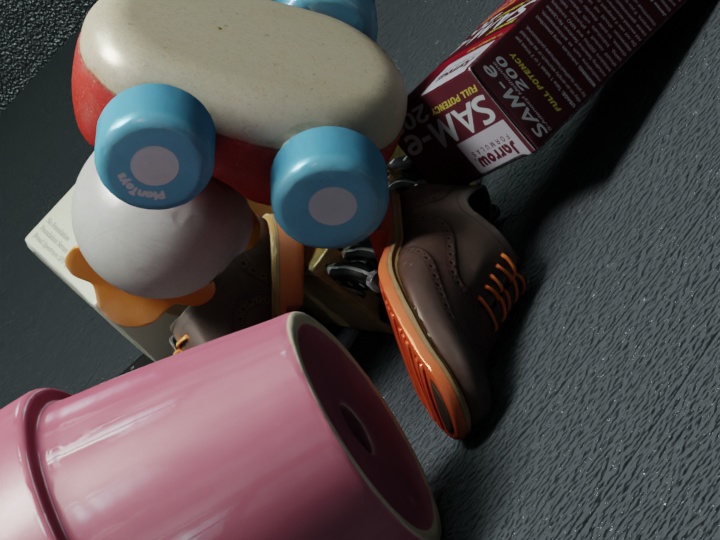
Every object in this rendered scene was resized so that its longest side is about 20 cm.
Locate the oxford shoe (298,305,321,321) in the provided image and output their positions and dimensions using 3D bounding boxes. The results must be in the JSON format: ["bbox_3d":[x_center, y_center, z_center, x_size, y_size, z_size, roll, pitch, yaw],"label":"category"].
[{"bbox_3d":[-0.064,0.021,1.840,0.200,0.070,0.075,-52,9,-6],"label":"oxford shoe"}]

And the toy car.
[{"bbox_3d":[-0.082,-0.047,1.578,0.185,0.176,0.200,-93,20,-51],"label":"toy car"}]

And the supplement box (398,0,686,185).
[{"bbox_3d":[0.112,-0.132,1.594,0.200,0.061,0.109,-45,9,-28],"label":"supplement box"}]

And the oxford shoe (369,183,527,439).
[{"bbox_3d":[0.049,0.011,1.491,0.072,0.071,0.200,-17,35,2],"label":"oxford shoe"}]

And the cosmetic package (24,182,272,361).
[{"bbox_3d":[-0.092,-0.053,1.738,0.200,0.071,0.105,-49,40,-4],"label":"cosmetic package"}]

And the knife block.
[{"bbox_3d":[0.000,0.000,1.691,0.200,0.064,0.176,-42,16,35],"label":"knife block"}]

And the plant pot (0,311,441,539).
[{"bbox_3d":[-0.070,0.118,1.378,0.179,0.200,0.200,-33,17,12],"label":"plant pot"}]

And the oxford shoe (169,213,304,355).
[{"bbox_3d":[-0.074,0.059,1.648,0.071,0.073,0.201,126,148,-55],"label":"oxford shoe"}]

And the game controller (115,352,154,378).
[{"bbox_3d":[-0.123,0.106,1.772,0.042,0.105,0.200,-10,-24,-47],"label":"game controller"}]
